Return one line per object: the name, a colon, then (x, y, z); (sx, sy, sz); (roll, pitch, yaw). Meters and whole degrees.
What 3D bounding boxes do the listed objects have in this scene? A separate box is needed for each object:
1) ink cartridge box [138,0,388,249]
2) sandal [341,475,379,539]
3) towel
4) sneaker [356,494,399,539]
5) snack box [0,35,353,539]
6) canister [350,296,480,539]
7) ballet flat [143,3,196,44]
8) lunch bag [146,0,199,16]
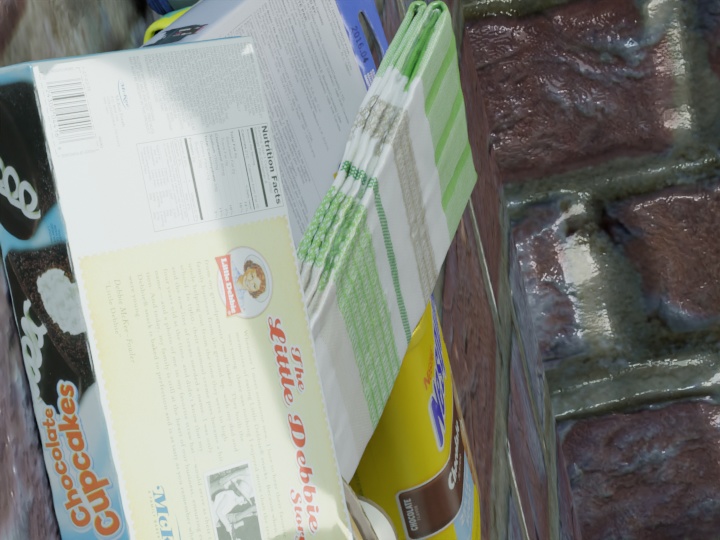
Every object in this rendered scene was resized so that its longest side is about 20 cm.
ink cartridge box: (-0.043, -0.059, 1.090); (0.200, 0.042, 0.119); (-45, 121, -51)
sandal: (-0.057, 0.074, 0.998); (0.054, 0.080, 0.200); (-45, 119, -27)
towel: (0.000, 0.000, 1.103); (0.149, 0.031, 0.200); (79, 30, -58)
sneaker: (-0.013, 0.209, 1.160); (0.090, 0.067, 0.200); (-28, 112, -66)
snack box: (-0.068, 0.021, 0.908); (0.116, 0.037, 0.200); (-13, 92, -50)
canister: (0.009, 0.069, 1.395); (0.149, 0.087, 0.200); (-89, 167, -55)
ballet flat: (-0.062, -0.024, 1.149); (0.067, 0.067, 0.200); (0, 76, -60)
lunch bag: (-0.090, -0.211, 1.132); (0.200, 0.076, 0.160); (63, 20, -65)
